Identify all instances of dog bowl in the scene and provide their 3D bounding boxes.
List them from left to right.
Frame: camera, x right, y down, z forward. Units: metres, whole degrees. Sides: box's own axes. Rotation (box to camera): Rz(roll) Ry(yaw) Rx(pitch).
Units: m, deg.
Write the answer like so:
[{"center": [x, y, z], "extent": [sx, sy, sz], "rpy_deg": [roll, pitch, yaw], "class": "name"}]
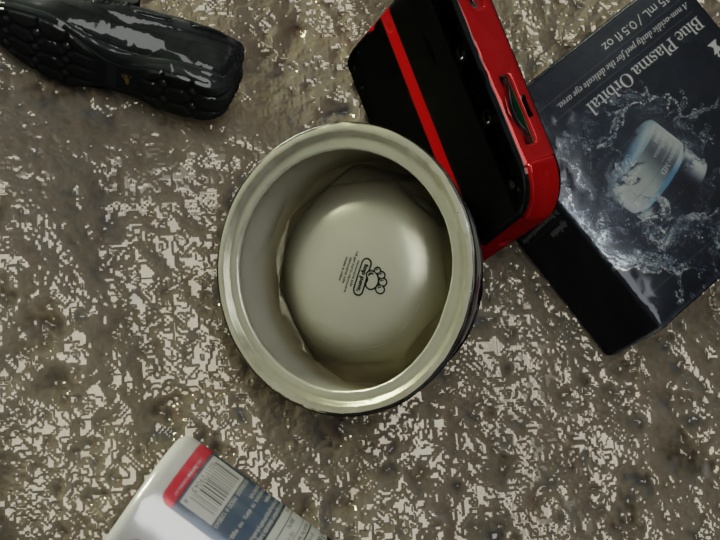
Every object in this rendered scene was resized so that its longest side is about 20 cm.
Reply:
[{"center": [0.000, 0.000, 0.993], "extent": [0.197, 0.074, 0.204], "rpy_deg": [-1, 87, 24], "class": "dog bowl"}]

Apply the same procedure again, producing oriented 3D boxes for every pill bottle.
[{"center": [-0.074, 0.216, 0.944], "extent": [0.199, 0.120, 0.120], "rpy_deg": [36, 73, 1], "class": "pill bottle"}]

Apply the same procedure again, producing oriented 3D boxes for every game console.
[{"center": [0.064, -0.108, 1.021], "extent": [0.031, 0.177, 0.203], "rpy_deg": [-15, 78, -27], "class": "game console"}]

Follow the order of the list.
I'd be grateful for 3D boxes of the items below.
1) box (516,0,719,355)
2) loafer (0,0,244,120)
[{"center": [0.214, -0.080, 1.067], "extent": [0.196, 0.117, 0.201], "rpy_deg": [-38, 86, -16], "class": "box"}, {"center": [-0.184, -0.174, 1.055], "extent": [0.198, 0.068, 0.071], "rpy_deg": [18, 55, -2], "class": "loafer"}]
